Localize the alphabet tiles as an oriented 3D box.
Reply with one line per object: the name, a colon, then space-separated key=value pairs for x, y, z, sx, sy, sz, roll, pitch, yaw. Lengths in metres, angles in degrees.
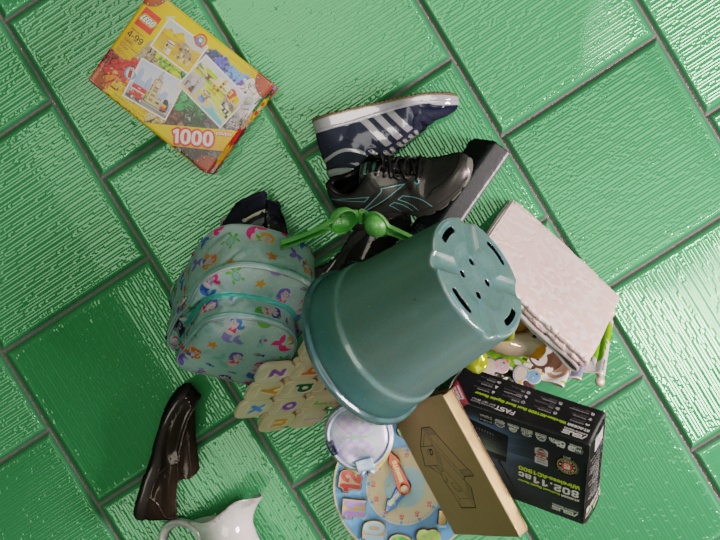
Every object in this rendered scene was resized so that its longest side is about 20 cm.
alphabet tiles: x=-0.063 y=0.147 z=1.427 sx=0.194 sy=0.201 sz=0.015 roll=-2 pitch=51 yaw=-31

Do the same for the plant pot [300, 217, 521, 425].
plant pot: x=0.067 y=0.048 z=1.266 sx=0.195 sy=0.200 sz=0.201 roll=-34 pitch=92 yaw=37

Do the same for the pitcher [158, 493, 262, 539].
pitcher: x=-0.186 y=0.423 z=1.488 sx=0.170 sy=0.121 sz=0.203 roll=-19 pitch=82 yaw=24

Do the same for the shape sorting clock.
shape sorting clock: x=0.060 y=0.295 z=1.499 sx=0.197 sy=0.039 sz=0.203 roll=0 pitch=94 yaw=2

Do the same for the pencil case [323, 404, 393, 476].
pencil case: x=0.002 y=0.205 z=1.386 sx=0.082 sy=0.200 sz=0.091 roll=-28 pitch=86 yaw=-1

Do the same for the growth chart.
growth chart: x=0.238 y=0.093 z=1.453 sx=0.197 sy=0.018 sz=0.146 roll=11 pitch=53 yaw=2

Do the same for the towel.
towel: x=0.238 y=0.015 z=1.412 sx=0.200 sy=0.191 sz=0.032 roll=43 pitch=127 yaw=-1

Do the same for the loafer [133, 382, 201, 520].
loafer: x=-0.251 y=0.251 z=1.500 sx=0.071 sy=0.073 sz=0.202 roll=18 pitch=99 yaw=-9

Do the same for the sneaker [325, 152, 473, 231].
sneaker: x=0.046 y=-0.108 z=1.371 sx=0.198 sy=0.076 sz=0.079 roll=-19 pitch=131 yaw=28

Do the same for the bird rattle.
bird rattle: x=0.167 y=0.048 z=1.429 sx=0.161 sy=0.201 sz=0.113 roll=17 pitch=128 yaw=-14

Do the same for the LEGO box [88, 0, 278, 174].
LEGO box: x=-0.233 y=-0.248 z=1.460 sx=0.199 sy=0.077 sz=0.150 roll=37 pitch=94 yaw=0

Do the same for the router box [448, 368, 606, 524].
router box: x=0.207 y=0.221 z=1.391 sx=0.198 sy=0.062 sz=0.151 roll=16 pitch=134 yaw=26

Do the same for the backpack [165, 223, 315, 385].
backpack: x=-0.146 y=0.043 z=1.389 sx=0.176 sy=0.152 sz=0.201 roll=16 pitch=128 yaw=-22

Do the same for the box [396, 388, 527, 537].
box: x=0.119 y=0.250 z=1.409 sx=0.021 sy=0.163 sz=0.202 roll=-30 pitch=93 yaw=-28

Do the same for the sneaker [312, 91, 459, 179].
sneaker: x=0.041 y=-0.169 z=1.457 sx=0.197 sy=0.070 sz=0.110 roll=-11 pitch=89 yaw=9

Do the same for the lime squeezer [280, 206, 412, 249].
lime squeezer: x=0.002 y=-0.051 z=1.360 sx=0.197 sy=0.071 sz=0.038 roll=4 pitch=117 yaw=-1

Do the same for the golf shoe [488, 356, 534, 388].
golf shoe: x=0.177 y=0.136 z=1.462 sx=0.077 sy=0.088 sz=0.200 roll=-45 pitch=90 yaw=2

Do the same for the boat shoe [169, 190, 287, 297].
boat shoe: x=-0.178 y=-0.026 z=1.483 sx=0.199 sy=0.075 sz=0.094 roll=-29 pitch=48 yaw=22

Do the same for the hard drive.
hard drive: x=0.113 y=-0.081 z=1.424 sx=0.033 sy=0.140 sz=0.201 roll=34 pitch=94 yaw=-8

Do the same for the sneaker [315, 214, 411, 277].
sneaker: x=0.000 y=0.000 z=1.464 sx=0.200 sy=0.073 sz=0.082 roll=-41 pitch=76 yaw=13
